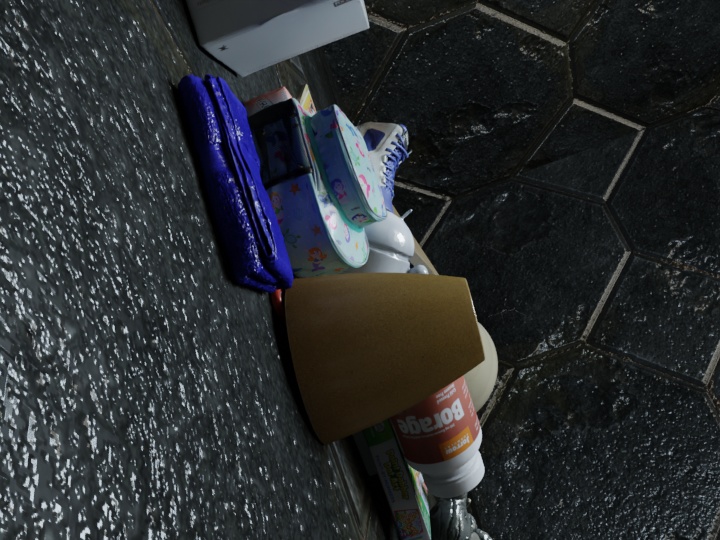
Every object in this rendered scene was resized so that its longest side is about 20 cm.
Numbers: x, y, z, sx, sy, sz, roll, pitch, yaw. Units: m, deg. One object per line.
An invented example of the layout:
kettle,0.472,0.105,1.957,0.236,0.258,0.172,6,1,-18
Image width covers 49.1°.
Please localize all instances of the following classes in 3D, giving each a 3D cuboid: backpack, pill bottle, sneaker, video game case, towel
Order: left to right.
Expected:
towel,-0.114,-0.083,0.785,0.148,0.049,0.204,33,39,-80
backpack,-0.051,-0.093,0.968,0.177,0.148,0.204,29,49,-70
video game case,-0.006,0.180,1.143,0.201,0.018,0.145,-93,163,-69
sneaker,0.031,-0.166,1.203,0.081,0.113,0.202,58,9,-54
pill bottle,0.094,0.188,1.029,0.112,0.110,0.203,-92,162,-70

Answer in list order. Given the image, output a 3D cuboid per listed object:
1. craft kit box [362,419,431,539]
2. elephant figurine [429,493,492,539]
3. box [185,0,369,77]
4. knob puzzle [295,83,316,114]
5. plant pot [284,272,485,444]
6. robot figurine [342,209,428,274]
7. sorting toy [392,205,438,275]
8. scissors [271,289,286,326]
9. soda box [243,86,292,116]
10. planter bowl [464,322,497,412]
craft kit box,0.049,0.256,1.138,0.200,0.048,0.201,-81,150,-77
elephant figurine,0.128,0.403,1.180,0.156,0.140,0.201,58,-9,29
box,-0.103,-0.350,0.977,0.200,0.195,0.133,-38,109,-84
knob puzzle,-0.047,-0.167,1.164,0.220,0.030,0.224,-18,91,-85
plant pot,0.034,0.077,0.886,0.186,0.196,0.190,-15,90,-84
robot figurine,0.007,0.001,1.083,0.113,0.167,0.204,-11,121,-87
sorting toy,0.042,-0.060,1.338,0.202,0.069,0.199,58,8,28
scissors,-0.073,0.056,0.938,0.201,0.014,0.074,64,9,-61
soda box,-0.106,-0.195,1.142,0.200,0.062,0.070,32,39,-80
planter bowl,0.109,0.135,1.263,0.135,0.197,0.203,48,22,-55
